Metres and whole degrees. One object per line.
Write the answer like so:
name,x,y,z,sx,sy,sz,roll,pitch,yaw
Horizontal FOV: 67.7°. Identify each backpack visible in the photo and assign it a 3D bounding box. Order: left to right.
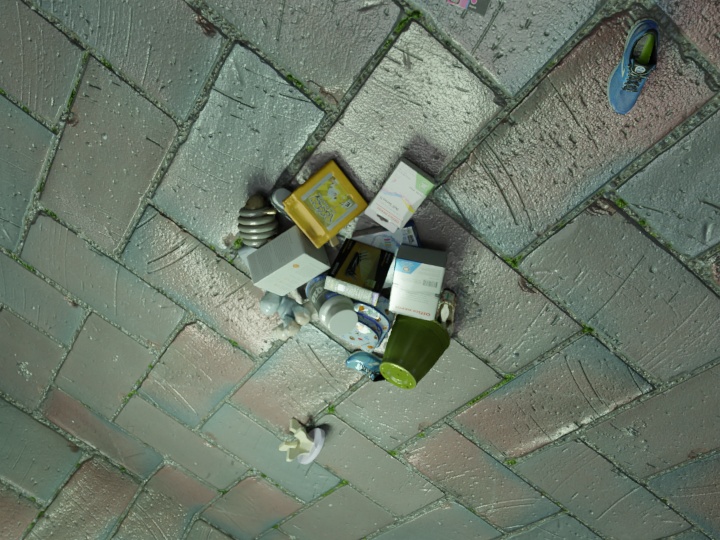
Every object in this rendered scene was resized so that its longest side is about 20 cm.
backpack,0.019,0.155,1.736,0.199,0.154,0.191,24,132,-2

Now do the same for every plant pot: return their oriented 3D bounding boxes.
plant pot,0.158,0.265,1.719,0.199,0.193,0.201,23,143,18

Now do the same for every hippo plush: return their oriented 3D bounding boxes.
hippo plush,-0.239,0.108,1.772,0.159,0.200,0.161,-35,102,32

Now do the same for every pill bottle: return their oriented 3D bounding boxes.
pill bottle,-0.088,0.103,1.654,0.113,0.200,0.114,-13,126,-19

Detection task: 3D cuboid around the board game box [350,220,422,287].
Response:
board game box,0.095,-0.043,1.652,0.198,0.043,0.201,-9,121,21

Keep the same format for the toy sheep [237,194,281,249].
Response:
toy sheep,-0.314,-0.136,1.658,0.137,0.138,0.201,2,106,15

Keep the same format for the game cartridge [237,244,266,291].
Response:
game cartridge,-0.306,-0.012,1.800,0.132,0.041,0.201,-21,116,23

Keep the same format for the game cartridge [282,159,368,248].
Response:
game cartridge,-0.104,-0.191,1.561,0.200,0.032,0.176,-40,109,3

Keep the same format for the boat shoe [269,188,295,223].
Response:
boat shoe,-0.192,-0.175,1.636,0.200,0.072,0.068,34,162,-25

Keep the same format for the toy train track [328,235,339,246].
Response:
toy train track,-0.119,-0.167,1.623,0.032,0.114,0.201,9,125,64

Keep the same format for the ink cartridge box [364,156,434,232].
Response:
ink cartridge box,0.104,-0.199,1.500,0.117,0.067,0.200,33,114,-7

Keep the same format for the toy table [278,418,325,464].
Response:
toy table,-0.244,0.710,2.207,0.117,0.184,0.200,26,117,-22

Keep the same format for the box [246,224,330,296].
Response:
box,-0.221,-0.026,1.654,0.199,0.107,0.152,-30,152,17

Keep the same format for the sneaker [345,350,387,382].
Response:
sneaker,0.042,0.348,1.911,0.199,0.090,0.079,11,126,10

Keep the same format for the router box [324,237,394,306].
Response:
router box,0.000,0.000,1.558,0.156,0.200,0.052,18,129,4

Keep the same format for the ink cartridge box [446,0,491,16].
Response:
ink cartridge box,0.267,-0.674,1.168,0.094,0.037,0.201,20,125,2

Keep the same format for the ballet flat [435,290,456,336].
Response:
ballet flat,0.268,0.154,1.725,0.075,0.064,0.201,4,125,13

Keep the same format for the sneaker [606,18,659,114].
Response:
sneaker,0.604,-0.444,1.191,0.078,0.089,0.201,9,126,12

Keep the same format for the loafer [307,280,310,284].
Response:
loafer,-0.130,0.061,1.783,0.070,0.070,0.201,-29,131,-6

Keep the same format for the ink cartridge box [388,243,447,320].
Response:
ink cartridge box,0.170,0.036,1.605,0.145,0.086,0.201,12,128,8
